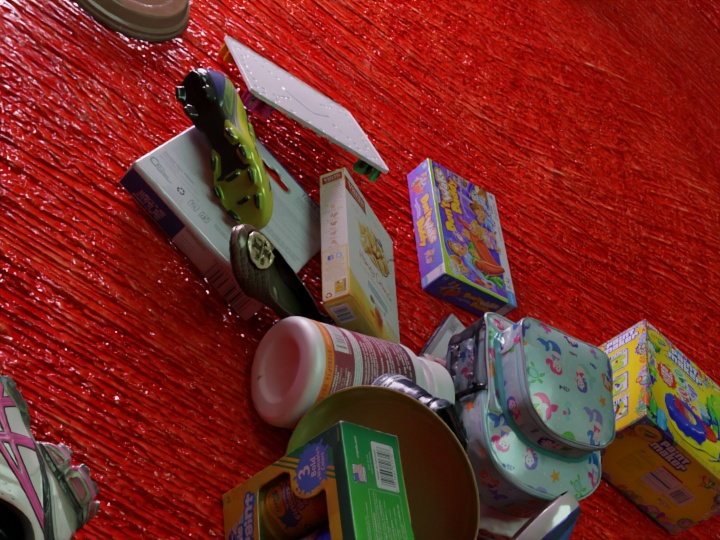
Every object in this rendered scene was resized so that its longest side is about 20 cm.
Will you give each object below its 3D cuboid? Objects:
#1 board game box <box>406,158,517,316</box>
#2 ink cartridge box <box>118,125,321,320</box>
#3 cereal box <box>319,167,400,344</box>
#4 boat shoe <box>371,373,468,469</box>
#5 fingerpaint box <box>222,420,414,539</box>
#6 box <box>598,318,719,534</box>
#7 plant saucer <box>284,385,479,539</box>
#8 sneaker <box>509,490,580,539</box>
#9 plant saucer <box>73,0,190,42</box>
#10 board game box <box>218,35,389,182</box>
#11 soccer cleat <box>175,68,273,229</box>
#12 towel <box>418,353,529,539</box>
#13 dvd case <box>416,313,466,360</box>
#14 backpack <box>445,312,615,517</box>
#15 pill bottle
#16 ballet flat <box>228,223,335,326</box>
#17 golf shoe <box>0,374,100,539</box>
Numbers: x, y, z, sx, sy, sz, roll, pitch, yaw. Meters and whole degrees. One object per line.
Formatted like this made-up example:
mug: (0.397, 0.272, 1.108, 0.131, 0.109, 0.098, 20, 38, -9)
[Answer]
board game box: (0.136, -0.041, 1.412, 0.134, 0.045, 0.200, 24, 44, -33)
ink cartridge box: (-0.137, -0.068, 1.137, 0.196, 0.043, 0.200, 48, 32, -4)
cereal box: (0.000, 0.000, 1.178, 0.144, 0.039, 0.200, 55, 23, -44)
boat shoe: (0.058, 0.201, 1.002, 0.071, 0.091, 0.201, -26, 118, -31)
fingerpaint box: (-0.035, 0.252, 0.860, 0.073, 0.167, 0.200, 22, 45, -37)
box: (0.409, 0.213, 1.428, 0.200, 0.122, 0.193, 39, 36, -17)
plant saucer: (0.020, 0.201, 0.943, 0.200, 0.200, 0.031, 60, 26, 11)
sneaker: (0.186, 0.335, 1.017, 0.146, 0.200, 0.081, 42, -4, 12)
plant saucer: (-0.284, -0.360, 1.241, 0.200, 0.029, 0.200, 29, 42, -30)
board game box: (-0.074, -0.197, 1.271, 0.200, 0.026, 0.200, 28, 18, -29)
soccer cleat: (-0.130, -0.132, 1.114, 0.084, 0.065, 0.200, 5, 54, -55)
towel: (0.141, 0.209, 1.177, 0.200, 0.032, 0.191, 24, 53, -25)
dvd case: (0.145, 0.165, 1.261, 0.200, 0.025, 0.150, 48, 36, -4)
backpack: (0.182, 0.159, 1.123, 0.177, 0.150, 0.200, 24, 57, -25)
pill bottle: (-0.004, 0.119, 1.061, 0.200, 0.110, 0.110, 18, 47, -38)
ballet flat: (-0.074, 0.022, 1.048, 0.200, 0.046, 0.067, 59, 37, -46)
golf shoe: (-0.284, 0.132, 0.770, 0.200, 0.073, 0.092, 49, 37, -4)
